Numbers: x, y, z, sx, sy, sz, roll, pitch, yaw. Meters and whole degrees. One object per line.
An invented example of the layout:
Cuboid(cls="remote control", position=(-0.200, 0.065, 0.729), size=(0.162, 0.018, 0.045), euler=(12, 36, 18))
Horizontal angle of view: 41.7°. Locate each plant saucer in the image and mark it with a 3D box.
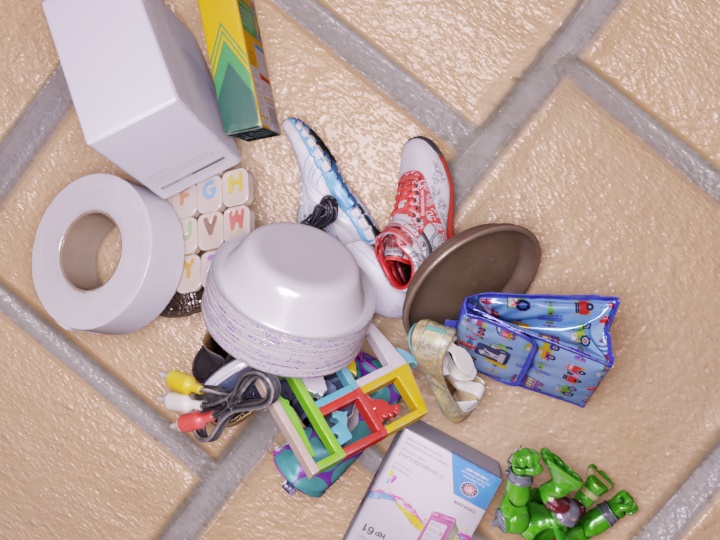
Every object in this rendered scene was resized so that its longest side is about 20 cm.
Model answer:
Cuboid(cls="plant saucer", position=(0.135, 0.016, 1.173), size=(0.200, 0.200, 0.030), euler=(-39, 52, 6))

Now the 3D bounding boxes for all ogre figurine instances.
Cuboid(cls="ogre figurine", position=(0.248, 0.301, 1.204), size=(0.120, 0.199, 0.098), euler=(-55, 46, 16))

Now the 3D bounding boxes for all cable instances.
Cuboid(cls="cable", position=(-0.167, 0.162, 1.108), size=(0.199, 0.050, 0.098), euler=(-7, 98, 46))

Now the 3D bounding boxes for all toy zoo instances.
Cuboid(cls="toy zoo", position=(-0.009, 0.145, 1.121), size=(0.199, 0.020, 0.132), euler=(-23, 70, -29))

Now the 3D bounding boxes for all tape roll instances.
Cuboid(cls="tape roll", position=(-0.326, -0.019, 1.216), size=(0.201, 0.071, 0.204), euler=(-5, 80, 26))

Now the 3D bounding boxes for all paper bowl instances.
Cuboid(cls="paper bowl", position=(-0.079, 0.021, 1.096), size=(0.199, 0.201, 0.105), euler=(23, 124, 3))

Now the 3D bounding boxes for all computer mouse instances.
Cuboid(cls="computer mouse", position=(0.000, 0.000, 1.206), size=(0.199, 0.044, 0.110), euler=(37, 119, -15))

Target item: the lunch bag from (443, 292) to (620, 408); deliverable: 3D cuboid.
Cuboid(cls="lunch bag", position=(0.200, 0.083, 1.163), size=(0.198, 0.151, 0.095), euler=(11, 64, 6))

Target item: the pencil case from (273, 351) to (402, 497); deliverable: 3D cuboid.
Cuboid(cls="pencil case", position=(-0.030, 0.202, 1.235), size=(0.092, 0.085, 0.200), euler=(38, 96, -13))

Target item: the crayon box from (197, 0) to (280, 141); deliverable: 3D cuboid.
Cuboid(cls="crayon box", position=(-0.154, -0.270, 1.193), size=(0.051, 0.126, 0.202), euler=(-10, 93, 6))

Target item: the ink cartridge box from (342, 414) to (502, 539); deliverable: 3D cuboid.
Cuboid(cls="ink cartridge box", position=(0.077, 0.315, 1.234), size=(0.144, 0.085, 0.201), euler=(27, 97, 2))

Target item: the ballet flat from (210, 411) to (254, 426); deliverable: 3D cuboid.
Cuboid(cls="ballet flat", position=(-0.121, 0.144, 1.250), size=(0.200, 0.063, 0.069), euler=(-42, 88, 6))

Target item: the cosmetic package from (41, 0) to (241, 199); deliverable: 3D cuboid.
Cuboid(cls="cosmetic package", position=(-0.261, -0.224, 1.143), size=(0.122, 0.200, 0.201), euler=(-24, 71, 6))

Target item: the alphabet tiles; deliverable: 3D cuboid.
Cuboid(cls="alphabet tiles", position=(-0.225, -0.066, 1.224), size=(0.198, 0.015, 0.197), euler=(-10, 73, 24))

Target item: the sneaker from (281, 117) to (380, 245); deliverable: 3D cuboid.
Cuboid(cls="sneaker", position=(-0.058, -0.102, 1.225), size=(0.086, 0.075, 0.201), euler=(-31, 90, 12))

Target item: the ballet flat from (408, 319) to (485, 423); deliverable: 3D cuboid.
Cuboid(cls="ballet flat", position=(0.119, 0.133, 1.174), size=(0.070, 0.071, 0.201), euler=(-24, 133, 6))

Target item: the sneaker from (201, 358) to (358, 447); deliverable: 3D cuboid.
Cuboid(cls="sneaker", position=(-0.094, 0.166, 1.168), size=(0.201, 0.077, 0.147), euler=(-25, 72, 3))

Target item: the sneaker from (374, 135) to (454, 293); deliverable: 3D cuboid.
Cuboid(cls="sneaker", position=(0.064, -0.070, 1.186), size=(0.067, 0.107, 0.203), euler=(-9, 89, 41))

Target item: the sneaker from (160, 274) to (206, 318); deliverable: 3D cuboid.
Cuboid(cls="sneaker", position=(-0.207, 0.023, 1.253), size=(0.198, 0.075, 0.071), euler=(0, 99, 27))

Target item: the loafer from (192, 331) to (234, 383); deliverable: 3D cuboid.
Cuboid(cls="loafer", position=(-0.172, 0.089, 1.208), size=(0.200, 0.072, 0.073), euler=(-44, 57, 39))
